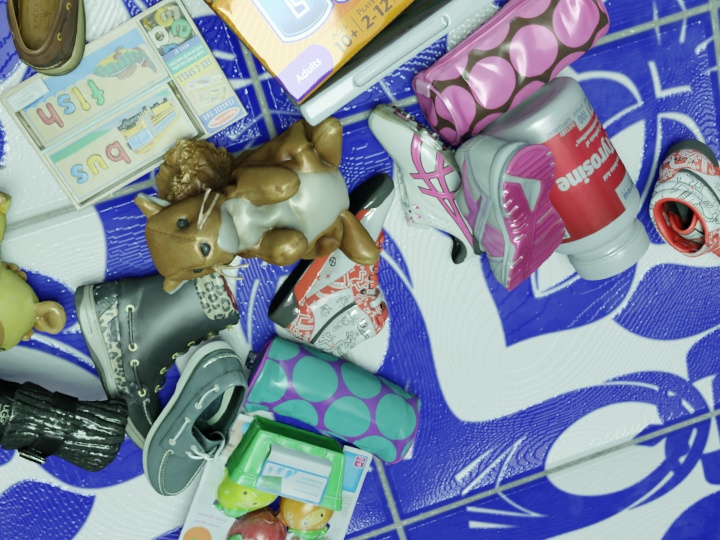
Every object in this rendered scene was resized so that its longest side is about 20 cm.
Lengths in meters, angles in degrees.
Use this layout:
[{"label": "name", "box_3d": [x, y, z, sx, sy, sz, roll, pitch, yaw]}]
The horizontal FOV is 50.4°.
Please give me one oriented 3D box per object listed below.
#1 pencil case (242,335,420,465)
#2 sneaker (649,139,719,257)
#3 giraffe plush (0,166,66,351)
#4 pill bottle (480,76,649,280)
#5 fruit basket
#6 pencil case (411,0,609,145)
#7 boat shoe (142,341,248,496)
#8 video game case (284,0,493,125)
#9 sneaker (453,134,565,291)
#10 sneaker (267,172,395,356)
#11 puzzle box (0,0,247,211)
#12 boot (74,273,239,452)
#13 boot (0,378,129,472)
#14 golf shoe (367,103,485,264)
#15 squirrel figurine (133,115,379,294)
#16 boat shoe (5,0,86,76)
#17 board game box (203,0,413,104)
[{"label": "pencil case", "box_3d": [-0.033, 0.145, 0.848, 0.200, 0.085, 0.093, 25, 106, -15]}, {"label": "sneaker", "box_3d": [0.391, -0.037, 0.843, 0.201, 0.067, 0.108, 48, 53, -16]}, {"label": "giraffe plush", "box_3d": [-0.385, 0.019, 0.735, 0.200, 0.172, 0.162, -41, 125, -32]}, {"label": "pill bottle", "box_3d": [0.221, -0.092, 0.806, 0.112, 0.112, 0.200, -36, 109, 3]}, {"label": "fruit basket", "box_3d": [-0.099, 0.277, 0.863, 0.185, 0.094, 0.200, 21, 84, -15]}, {"label": "pencil case", "box_3d": [0.145, -0.218, 0.769, 0.200, 0.091, 0.094, -40, 144, 2]}, {"label": "boat shoe", "box_3d": [-0.171, 0.170, 0.799, 0.073, 0.062, 0.200, 4, 120, -44]}, {"label": "video game case", "box_3d": [0.016, -0.200, 0.690, 0.182, 0.200, 0.022, -34, 109, 2]}, {"label": "sneaker", "box_3d": [0.143, -0.062, 0.755, 0.081, 0.088, 0.200, -36, 141, -16]}, {"label": "sneaker", "box_3d": [0.000, 0.000, 0.822, 0.108, 0.067, 0.202, 35, 102, -18]}, {"label": "puzzle box", "box_3d": [-0.230, -0.162, 0.753, 0.200, 0.025, 0.133, -31, 110, 0]}, {"label": "boot", "box_3d": [-0.196, 0.088, 0.813, 0.153, 0.073, 0.204, -19, 112, -8]}, {"label": "boot", "box_3d": [-0.331, 0.147, 0.761, 0.158, 0.211, 0.080, 16, 80, -32]}, {"label": "golf shoe", "box_3d": [0.073, -0.088, 0.803, 0.092, 0.073, 0.200, -45, 109, 7]}, {"label": "squirrel figurine", "box_3d": [-0.116, -0.053, 0.708, 0.186, 0.200, 0.142, -28, 120, -25]}, {"label": "boat shoe", "box_3d": [-0.281, -0.278, 0.677, 0.072, 0.068, 0.201, 0, 96, -5]}, {"label": "board game box", "box_3d": [-0.054, -0.291, 0.651, 0.200, 0.200, 0.200, -42, 109, 4]}]
